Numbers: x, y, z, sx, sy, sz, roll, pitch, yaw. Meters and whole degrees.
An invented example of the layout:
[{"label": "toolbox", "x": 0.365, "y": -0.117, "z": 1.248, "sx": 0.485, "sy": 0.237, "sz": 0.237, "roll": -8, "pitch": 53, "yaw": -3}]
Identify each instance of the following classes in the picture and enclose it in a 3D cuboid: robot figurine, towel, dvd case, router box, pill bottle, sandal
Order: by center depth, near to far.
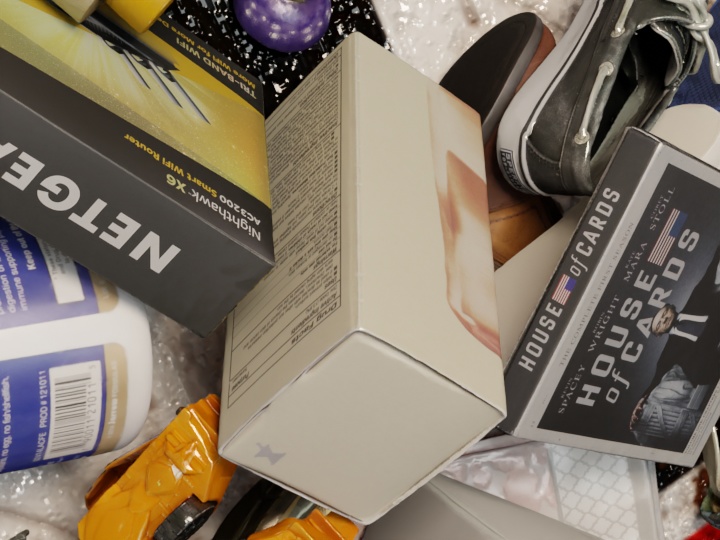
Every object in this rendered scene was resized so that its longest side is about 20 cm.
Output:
[{"label": "pill bottle", "x": -0.201, "y": 0.038, "z": 0.749, "sx": 0.200, "sy": 0.116, "sz": 0.116, "roll": -9, "pitch": 99, "yaw": -26}, {"label": "router box", "x": -0.131, "y": -0.080, "z": 0.751, "sx": 0.200, "sy": 0.157, "sz": 0.052, "roll": 33, "pitch": 117, "yaw": -26}, {"label": "robot figurine", "x": -0.097, "y": 0.159, "z": 0.794, "sx": 0.145, "sy": 0.058, "sz": 0.200, "roll": 47, "pitch": 114, "yaw": 11}, {"label": "dvd case", "x": 0.149, "y": 0.021, "z": 0.853, "sx": 0.200, "sy": 0.025, "sz": 0.150, "roll": 15, "pitch": 103, "yaw": -55}, {"label": "sandal", "x": -0.025, "y": 0.120, "z": 0.859, "sx": 0.054, "sy": 0.080, "sz": 0.200, "roll": 37, "pitch": 82, "yaw": -10}, {"label": "towel", "x": 0.081, "y": 0.185, "z": 0.938, "sx": 0.191, "sy": 0.032, "sz": 0.200, "roll": -13, "pitch": 101, "yaw": -13}]

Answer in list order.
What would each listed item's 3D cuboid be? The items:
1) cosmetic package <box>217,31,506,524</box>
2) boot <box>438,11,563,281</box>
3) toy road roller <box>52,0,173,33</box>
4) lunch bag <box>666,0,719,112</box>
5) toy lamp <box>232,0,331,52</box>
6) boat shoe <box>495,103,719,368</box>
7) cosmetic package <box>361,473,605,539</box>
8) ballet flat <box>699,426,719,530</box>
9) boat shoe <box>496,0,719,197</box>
[{"label": "cosmetic package", "x": 0.000, "y": 0.000, "z": 0.795, "sx": 0.087, "sy": 0.103, "sz": 0.200, "roll": 30, "pitch": 38, "yaw": -26}, {"label": "boot", "x": 0.119, "y": -0.020, "z": 0.933, "sx": 0.200, "sy": 0.068, "sz": 0.189, "roll": 20, "pitch": 86, "yaw": -28}, {"label": "toy road roller", "x": -0.088, "y": -0.207, "z": 0.766, "sx": 0.123, "sy": 0.146, "sz": 0.200, "roll": 41, "pitch": 88, "yaw": -9}, {"label": "lunch bag", "x": 0.282, "y": -0.121, "z": 0.967, "sx": 0.132, "sy": 0.136, "sz": 0.200, "roll": 41, "pitch": 76, "yaw": -25}, {"label": "toy lamp", "x": -0.002, "y": -0.166, "z": 0.779, "sx": 0.058, "sy": 0.200, "sz": 0.058, "roll": 8, "pitch": 66, "yaw": -18}, {"label": "boat shoe", "x": 0.125, "y": 0.004, "z": 0.886, "sx": 0.200, "sy": 0.072, "sz": 0.069, "roll": -51, "pitch": 129, "yaw": -17}, {"label": "cosmetic package", "x": 0.094, "y": 0.216, "z": 0.843, "sx": 0.200, "sy": 0.166, "sz": 0.168, "roll": 24, "pitch": 91, "yaw": -18}, {"label": "ballet flat", "x": 0.234, "y": 0.059, "z": 1.004, "sx": 0.074, "sy": 0.074, "sz": 0.200, "roll": 8, "pitch": 89, "yaw": -27}, {"label": "boat shoe", "x": 0.145, "y": -0.119, "z": 0.868, "sx": 0.199, "sy": 0.068, "sz": 0.074, "roll": -51, "pitch": 127, "yaw": -22}]
